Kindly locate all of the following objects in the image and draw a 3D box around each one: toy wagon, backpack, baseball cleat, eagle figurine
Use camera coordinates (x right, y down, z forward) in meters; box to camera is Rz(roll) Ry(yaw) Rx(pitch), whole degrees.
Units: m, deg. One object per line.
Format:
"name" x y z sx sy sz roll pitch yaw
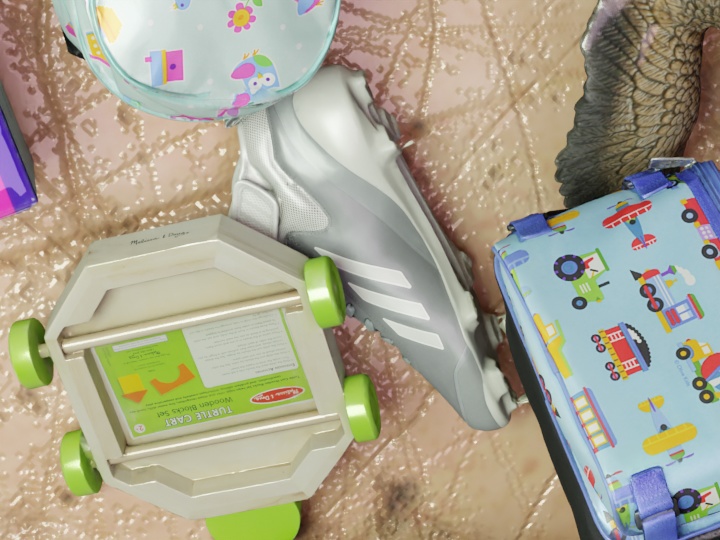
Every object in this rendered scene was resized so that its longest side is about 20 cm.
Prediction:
"toy wagon" -0.070 0.068 0.855 0.155 0.040 0.200 -11 123 9
"backpack" -0.073 -0.167 0.773 0.166 0.127 0.201 3 106 -14
"baseball cleat" 0.000 0.000 0.865 0.106 0.070 0.200 -23 104 12
"eagle figurine" 0.166 -0.111 0.831 0.151 0.152 0.201 -17 101 -27
"backpack" 0.174 0.035 0.783 0.199 0.135 0.183 -18 61 0

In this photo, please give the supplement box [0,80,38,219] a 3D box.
"supplement box" -0.253 -0.048 0.781 0.199 0.103 0.101 -20 107 -6
